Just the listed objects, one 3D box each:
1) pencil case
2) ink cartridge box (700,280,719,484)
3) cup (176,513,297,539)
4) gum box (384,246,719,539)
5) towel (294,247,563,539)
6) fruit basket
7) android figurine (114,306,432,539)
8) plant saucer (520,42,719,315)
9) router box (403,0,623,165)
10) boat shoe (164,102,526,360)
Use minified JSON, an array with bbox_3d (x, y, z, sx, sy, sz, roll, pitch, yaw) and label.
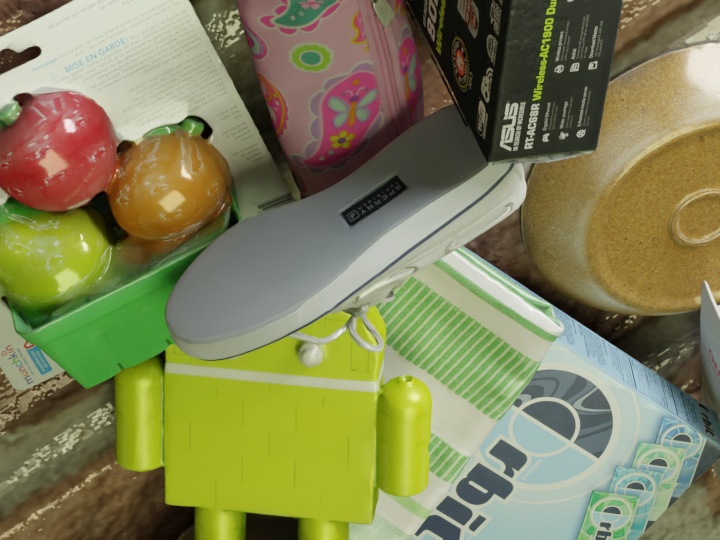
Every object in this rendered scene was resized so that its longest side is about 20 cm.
[{"bbox_3d":[-0.009,-0.106,1.535,0.087,0.088,0.201,-19,136,-4],"label":"pencil case"},{"bbox_3d":[0.250,0.089,1.767,0.067,0.118,0.200,-17,149,-4],"label":"ink cartridge box"},{"bbox_3d":[-0.057,0.227,1.769,0.199,0.200,0.144,-5,110,-17],"label":"cup"},{"bbox_3d":[0.085,0.103,1.757,0.199,0.045,0.170,32,115,-21],"label":"gum box"},{"bbox_3d":[0.005,0.063,1.689,0.152,0.023,0.200,33,115,-7],"label":"towel"},{"bbox_3d":[-0.143,-0.048,1.553,0.184,0.094,0.201,-27,119,3],"label":"fruit basket"},{"bbox_3d":[-0.049,0.078,1.672,0.181,0.041,0.201,7,119,6],"label":"android figurine"},{"bbox_3d":[0.192,-0.040,1.710,0.199,0.036,0.201,-12,134,-12],"label":"plant saucer"},{"bbox_3d":[0.077,-0.176,1.459,0.062,0.150,0.201,-7,132,-16],"label":"router box"},{"bbox_3d":[-0.001,-0.003,1.534,0.201,0.075,0.086,-34,139,-3],"label":"boat shoe"}]
